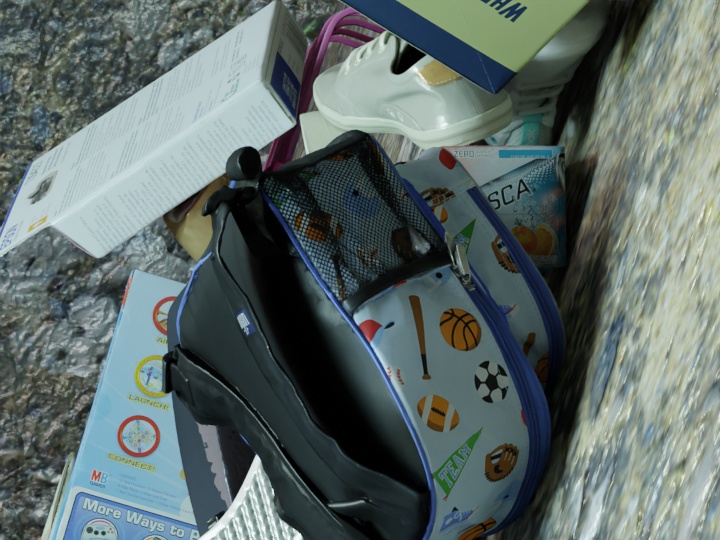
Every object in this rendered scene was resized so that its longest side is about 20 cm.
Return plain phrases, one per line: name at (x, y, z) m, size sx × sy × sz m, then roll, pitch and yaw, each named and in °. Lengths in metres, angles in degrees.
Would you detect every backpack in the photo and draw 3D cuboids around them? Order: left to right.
backpack at (0.008, 0.049, 1.390) m, size 0.191 × 0.154 × 0.200 m, roll 62°, pitch 158°, yaw 21°

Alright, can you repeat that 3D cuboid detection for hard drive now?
hard drive at (-0.059, 0.112, 1.764) m, size 0.042 × 0.135 × 0.201 m, roll -25°, pitch 64°, yaw 29°

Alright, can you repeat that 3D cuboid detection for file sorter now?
file sorter at (0.018, -0.087, 1.842) m, size 0.200 × 0.138 × 0.126 m, roll 165°, pitch 123°, yaw -83°

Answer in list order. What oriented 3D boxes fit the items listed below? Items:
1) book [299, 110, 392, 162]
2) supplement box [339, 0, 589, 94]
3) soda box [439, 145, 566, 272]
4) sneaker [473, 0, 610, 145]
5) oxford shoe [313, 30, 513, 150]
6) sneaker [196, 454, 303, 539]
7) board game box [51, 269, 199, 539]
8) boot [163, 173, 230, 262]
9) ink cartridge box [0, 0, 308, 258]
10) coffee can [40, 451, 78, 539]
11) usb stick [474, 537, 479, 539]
book at (0.000, 0.000, 1.596) m, size 0.200 × 0.048 × 0.134 m, roll -115°, pitch 17°, yaw -71°
supplement box at (0.051, -0.232, 1.428) m, size 0.200 × 0.200 × 0.135 m, roll -45°, pitch 22°, yaw 40°
soda box at (0.060, -0.027, 1.561) m, size 0.200 × 0.068 × 0.064 m, roll 160°, pitch 110°, yaw -82°
sneaker at (0.093, -0.105, 1.609) m, size 0.200 × 0.075 × 0.089 m, roll 177°, pitch 89°, yaw -80°
oxford shoe at (0.025, -0.108, 1.588) m, size 0.058 × 0.075 × 0.200 m, roll 68°, pitch 165°, yaw -16°
sneaker at (-0.040, 0.160, 1.632) m, size 0.201 × 0.075 × 0.105 m, roll -59°, pitch -29°, yaw 0°
board game box at (-0.080, 0.123, 1.851) m, size 0.056 × 0.199 × 0.197 m, roll 119°, pitch 168°, yaw -69°
boot at (-0.043, 0.037, 1.736) m, size 0.066 × 0.200 × 0.175 m, roll -37°, pitch 15°, yaw 12°
ink cartridge box at (-0.124, -0.075, 1.774) m, size 0.200 × 0.043 × 0.196 m, roll -34°, pitch 15°, yaw 12°
coffee can at (-0.118, 0.218, 1.931) m, size 0.146 × 0.199 × 0.147 m, roll -163°, pitch 90°, yaw -84°
usb stick at (0.019, 0.214, 1.490) m, size 0.055 × 0.032 × 0.201 m, roll -60°, pitch -12°, yaw -85°
